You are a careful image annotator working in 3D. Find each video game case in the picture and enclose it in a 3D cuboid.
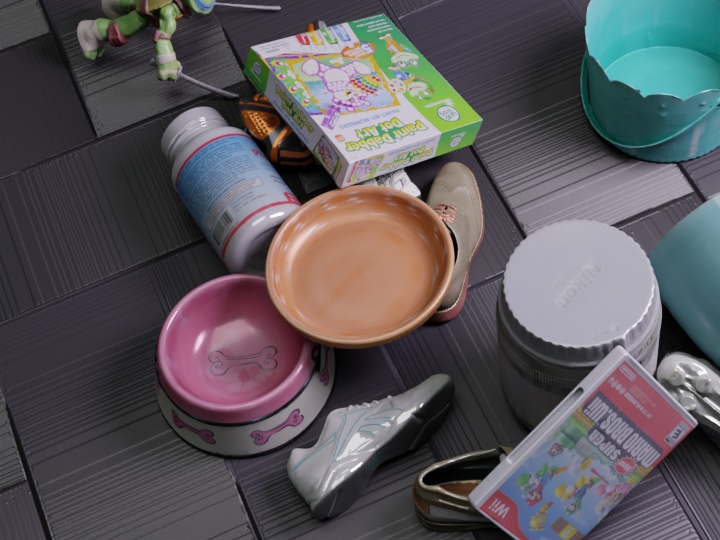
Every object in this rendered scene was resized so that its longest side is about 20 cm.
[{"bbox_3d":[0.210,0.178,1.426,0.200,0.143,0.017,-46,38,5],"label":"video game case"}]

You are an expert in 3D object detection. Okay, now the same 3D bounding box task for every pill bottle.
[{"bbox_3d":[-0.145,-0.090,1.710,0.108,0.109,0.200,-30,58,-12],"label":"pill bottle"}]

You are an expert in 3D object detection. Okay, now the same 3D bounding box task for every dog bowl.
[{"bbox_3d":[-0.127,0.092,1.609,0.198,0.074,0.202,-4,56,5],"label":"dog bowl"}]

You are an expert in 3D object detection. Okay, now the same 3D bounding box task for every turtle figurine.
[{"bbox_3d":[-0.236,-0.290,1.877,0.192,0.200,0.145,1,78,32],"label":"turtle figurine"}]

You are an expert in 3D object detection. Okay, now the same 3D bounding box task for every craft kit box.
[{"bbox_3d":[0.003,-0.195,1.708,0.199,0.049,0.198,-21,61,-35],"label":"craft kit box"}]

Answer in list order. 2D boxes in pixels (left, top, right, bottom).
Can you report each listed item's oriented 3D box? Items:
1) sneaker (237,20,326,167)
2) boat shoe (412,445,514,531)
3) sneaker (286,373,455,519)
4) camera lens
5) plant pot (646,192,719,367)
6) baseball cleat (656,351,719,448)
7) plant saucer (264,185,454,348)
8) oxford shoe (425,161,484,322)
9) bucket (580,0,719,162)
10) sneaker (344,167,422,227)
[{"bbox_3d":[-0.089,-0.213,1.802,0.111,0.078,0.201,-1,57,6],"label":"sneaker"},{"bbox_3d":[0.150,0.212,1.492,0.198,0.069,0.075,-10,56,1],"label":"boat shoe"},{"bbox_3d":[0.009,0.161,1.547,0.200,0.071,0.080,-37,57,-15],"label":"sneaker"},{"bbox_3d":[0.214,0.066,1.500,0.158,0.201,0.161,-4,56,6],"label":"camera lens"},{"bbox_3d":[0.406,0.019,1.514,0.199,0.201,0.162,-24,66,-8],"label":"plant pot"},{"bbox_3d":[0.378,0.150,1.502,0.200,0.106,0.070,47,108,3],"label":"baseball cleat"},{"bbox_3d":[0.000,0.000,1.587,0.198,0.038,0.202,-4,55,6],"label":"plant saucer"},{"bbox_3d":[0.098,-0.046,1.666,0.070,0.075,0.201,1,57,9],"label":"oxford shoe"},{"bbox_3d":[0.346,-0.232,1.718,0.205,0.135,0.209,-4,55,5],"label":"bucket"},{"bbox_3d":[0.030,-0.094,1.722,0.087,0.076,0.202,12,59,-5],"label":"sneaker"}]
